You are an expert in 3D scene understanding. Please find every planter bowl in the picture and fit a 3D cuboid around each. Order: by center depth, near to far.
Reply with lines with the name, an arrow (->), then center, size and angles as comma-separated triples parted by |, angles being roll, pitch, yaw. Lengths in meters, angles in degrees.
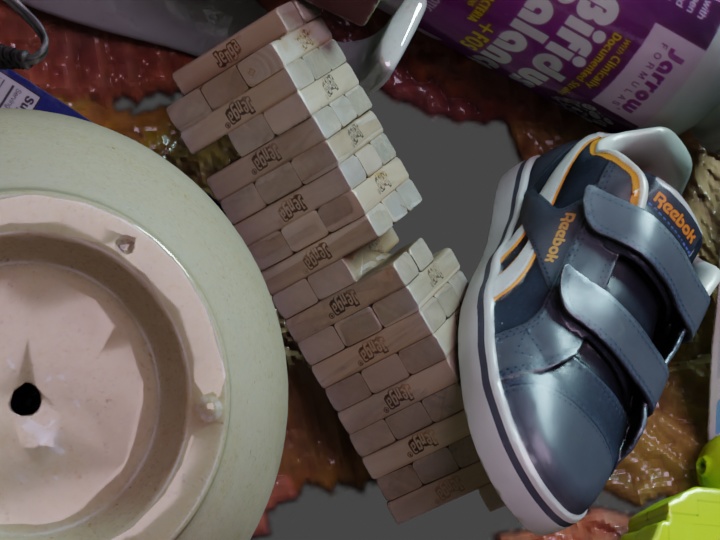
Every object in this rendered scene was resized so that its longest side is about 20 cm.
planter bowl -> -0.109, 0.040, 0.606 | 0.199, 0.135, 0.202 | 1, 86, -15

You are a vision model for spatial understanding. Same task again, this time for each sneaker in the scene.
sneaker -> 0.090, 0.010, 0.731 | 0.079, 0.079, 0.201 | 49, 31, -28

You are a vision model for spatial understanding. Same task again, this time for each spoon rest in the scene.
spoon rest -> -0.074, -0.124, 0.771 | 0.199, 0.061, 0.100 | 27, 60, 2

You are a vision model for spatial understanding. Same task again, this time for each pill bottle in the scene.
pill bottle -> 0.104, -0.123, 0.813 | 0.199, 0.112, 0.113 | 26, 62, -13

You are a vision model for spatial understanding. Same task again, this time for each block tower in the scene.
block tower -> 0.000, 0.000, 0.723 | 0.201, 0.058, 0.054 | 60, 27, -6

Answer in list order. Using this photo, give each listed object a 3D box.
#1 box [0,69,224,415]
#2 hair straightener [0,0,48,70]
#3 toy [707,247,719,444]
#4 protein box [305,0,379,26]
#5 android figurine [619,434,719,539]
box -> -0.139, -0.013, 0.703 | 0.199, 0.032, 0.122 | 32, 61, -9
hair straightener -> -0.200, -0.060, 0.625 | 0.199, 0.077, 0.041 | -16, 58, -14
toy -> 0.195, -0.026, 0.781 | 0.115, 0.047, 0.201 | -30, 129, -33
protein box -> -0.010, -0.245, 0.717 | 0.134, 0.200, 0.199 | 22, 36, -16
android figurine -> 0.174, 0.156, 0.781 | 0.199, 0.041, 0.183 | 6, 69, -24
